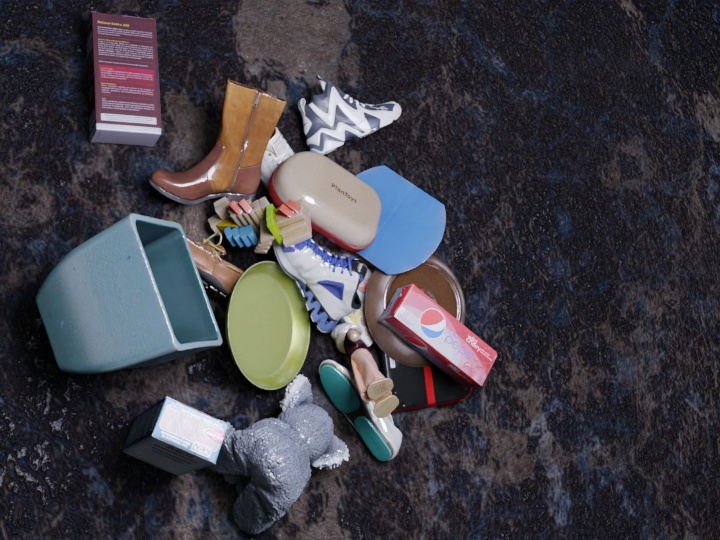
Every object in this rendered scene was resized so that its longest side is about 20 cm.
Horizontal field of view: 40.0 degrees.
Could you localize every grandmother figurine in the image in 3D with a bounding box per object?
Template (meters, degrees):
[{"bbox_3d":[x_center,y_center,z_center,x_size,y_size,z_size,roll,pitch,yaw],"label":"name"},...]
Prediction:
[{"bbox_3d":[0.000,0.145,1.594,0.060,0.200,0.123,-16,121,-13],"label":"grandmother figurine"}]

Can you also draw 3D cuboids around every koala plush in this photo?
[{"bbox_3d":[-0.112,0.272,1.516,0.199,0.183,0.179,-32,91,-41],"label":"koala plush"}]

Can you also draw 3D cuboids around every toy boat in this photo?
[{"bbox_3d":[-0.070,-0.102,1.647,0.198,0.130,0.132,32,47,-20],"label":"toy boat"}]

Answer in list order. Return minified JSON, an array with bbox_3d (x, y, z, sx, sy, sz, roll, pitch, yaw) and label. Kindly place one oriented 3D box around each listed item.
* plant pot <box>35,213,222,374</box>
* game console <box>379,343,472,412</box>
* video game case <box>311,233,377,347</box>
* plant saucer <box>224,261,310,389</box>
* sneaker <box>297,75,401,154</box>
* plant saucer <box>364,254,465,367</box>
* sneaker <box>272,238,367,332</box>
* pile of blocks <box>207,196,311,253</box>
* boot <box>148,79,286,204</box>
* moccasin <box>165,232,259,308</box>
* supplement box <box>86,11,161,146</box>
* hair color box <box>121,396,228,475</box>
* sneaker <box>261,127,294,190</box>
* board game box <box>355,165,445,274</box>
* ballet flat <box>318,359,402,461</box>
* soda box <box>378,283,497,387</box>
[{"bbox_3d":[-0.347,0.054,1.432,0.197,0.196,0.199,-22,84,10],"label":"plant pot"},{"bbox_3d":[0.110,0.136,1.722,0.174,0.031,0.204,-4,83,-25],"label":"game console"},{"bbox_3d":[0.000,0.000,1.719,0.200,0.023,0.182,48,62,-7],"label":"video game case"},{"bbox_3d":[-0.153,0.088,1.576,0.199,0.031,0.204,8,80,-53],"label":"plant saucer"},{"bbox_3d":[-0.026,-0.296,1.756,0.197,0.079,0.131,-27,96,-19],"label":"sneaker"},{"bbox_3d":[0.102,0.062,1.697,0.197,0.032,0.204,5,79,-24],"label":"plant saucer"},{"bbox_3d":[-0.054,-0.006,1.611,0.201,0.114,0.081,60,17,-19],"label":"sneaker"},{"bbox_3d":[-0.169,-0.078,1.548,0.062,0.197,0.083,57,42,-44],"label":"pile of blocks"},{"bbox_3d":[-0.228,-0.202,1.573,0.185,0.069,0.203,11,114,-23],"label":"boot"},{"bbox_3d":[-0.240,-0.013,1.577,0.200,0.073,0.078,36,61,-14],"label":"moccasin"},{"bbox_3d":[-0.384,-0.308,1.598,0.107,0.061,0.204,2,76,-26],"label":"supplement box"},{"bbox_3d":[-0.269,0.241,1.419,0.099,0.200,0.061,27,66,-17],"label":"hair color box"},{"bbox_3d":[-0.140,-0.185,1.669,0.199,0.084,0.073,38,61,-13],"label":"sneaker"},{"bbox_3d":[0.048,-0.080,1.710,0.199,0.039,0.159,34,77,17],"label":"board game box"},{"bbox_3d":[0.003,0.223,1.642,0.069,0.069,0.201,-39,98,-29],"label":"ballet flat"},{"bbox_3d":[0.131,0.111,1.650,0.199,0.063,0.071,38,68,-14],"label":"soda box"}]
